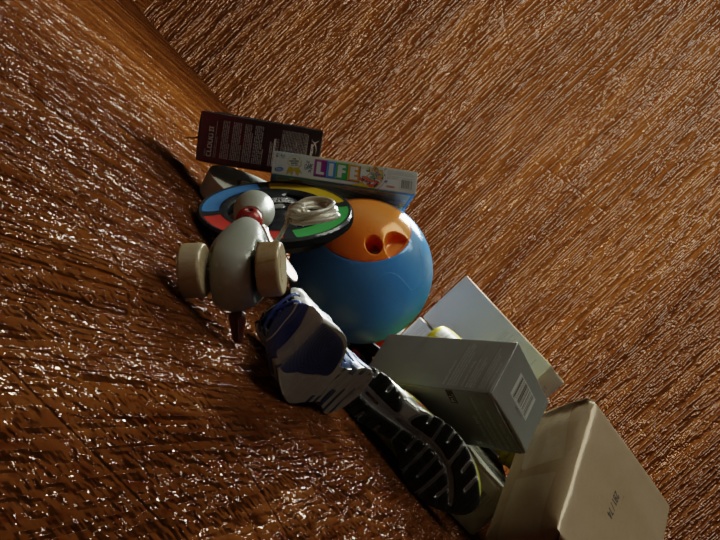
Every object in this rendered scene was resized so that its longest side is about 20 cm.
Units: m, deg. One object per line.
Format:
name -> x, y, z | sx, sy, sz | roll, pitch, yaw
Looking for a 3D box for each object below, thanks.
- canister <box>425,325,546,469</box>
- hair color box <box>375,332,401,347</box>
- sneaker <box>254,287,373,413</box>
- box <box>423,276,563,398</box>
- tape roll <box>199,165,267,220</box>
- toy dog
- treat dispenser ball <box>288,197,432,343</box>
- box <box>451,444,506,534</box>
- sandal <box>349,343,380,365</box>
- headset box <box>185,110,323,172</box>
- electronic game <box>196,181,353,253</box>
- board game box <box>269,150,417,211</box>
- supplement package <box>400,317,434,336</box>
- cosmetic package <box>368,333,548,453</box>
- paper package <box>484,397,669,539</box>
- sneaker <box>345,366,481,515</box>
canister -> 0.165, 0.172, 1.258 | 0.200, 0.087, 0.148 | 43, 3, 21
hair color box -> 0.010, 0.015, 1.459 | 0.101, 0.061, 0.201 | -37, 116, -68
sneaker -> -0.064, 0.068, 0.911 | 0.115, 0.081, 0.200 | 45, -4, 23
box -> 0.210, 0.124, 1.479 | 0.200, 0.097, 0.124 | 49, 4, 27
tape roll -> -0.145, -0.093, 1.410 | 0.202, 0.037, 0.203 | 29, 14, -8
toy dog -> -0.107, -0.003, 0.900 | 0.131, 0.097, 0.200 | 10, 25, 20
treat dispenser ball -> 0.000, 0.000, 1.299 | 0.201, 0.201, 0.201 | 47, 4, -4
box -> 0.135, 0.256, 1.179 | 0.082, 0.068, 0.200 | 46, 4, 2
sandal -> 0.012, 0.131, 1.376 | 0.199, 0.045, 0.075 | 33, -10, 31
headset box -> -0.163, -0.190, 1.420 | 0.198, 0.078, 0.149 | 7, 6, -8
electronic game -> -0.108, -0.072, 1.193 | 0.200, 0.199, 0.042 | -127, -145, -58
board game box -> -0.029, -0.118, 1.333 | 0.198, 0.034, 0.134 | 8, -13, -7
supplement package -> 0.128, 0.191, 1.462 | 0.114, 0.109, 0.200 | 43, 5, -46
cosmetic package -> 0.109, 0.143, 1.121 | 0.199, 0.090, 0.107 | -4, -50, 42
paper package -> 0.254, 0.288, 1.071 | 0.191, 0.103, 0.200 | 51, 41, -16
sneaker -> 0.067, 0.189, 1.056 | 0.200, 0.078, 0.090 | 48, 2, 24
